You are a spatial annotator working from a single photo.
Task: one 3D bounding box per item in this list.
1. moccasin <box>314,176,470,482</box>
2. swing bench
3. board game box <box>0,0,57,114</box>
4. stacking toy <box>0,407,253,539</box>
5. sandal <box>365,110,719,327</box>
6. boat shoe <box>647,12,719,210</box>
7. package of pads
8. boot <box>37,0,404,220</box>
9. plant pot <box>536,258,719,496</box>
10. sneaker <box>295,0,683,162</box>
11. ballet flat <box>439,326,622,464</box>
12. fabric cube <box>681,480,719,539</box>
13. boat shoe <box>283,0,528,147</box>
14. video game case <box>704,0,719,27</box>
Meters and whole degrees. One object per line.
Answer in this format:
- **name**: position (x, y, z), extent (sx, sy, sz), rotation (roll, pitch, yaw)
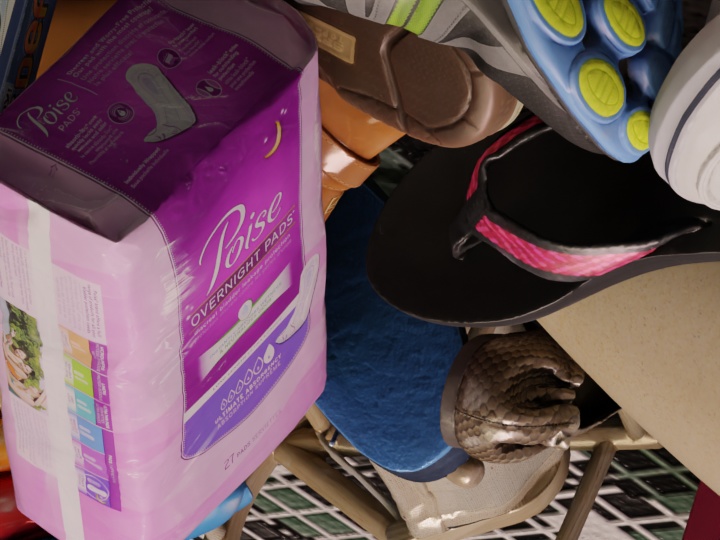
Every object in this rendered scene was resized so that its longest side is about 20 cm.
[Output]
- **moccasin**: position (0.000, 0.000, 1.175), extent (0.080, 0.200, 0.068), rotation (-31, 150, 8)
- **swing bench**: position (0.006, 0.057, 1.306), extent (0.200, 0.130, 0.199), rotation (15, 156, 25)
- **board game box**: position (-0.163, -0.117, 0.992), extent (0.135, 0.200, 0.034), rotation (15, -179, 11)
- **stacking toy**: position (-0.126, 0.019, 1.171), extent (0.116, 0.110, 0.200), rotation (176, 73, -78)
- **sandal**: position (0.082, -0.028, 0.986), extent (0.200, 0.075, 0.045), rotation (-10, 163, 33)
- **boat shoe**: position (0.153, -0.055, 0.864), extent (0.073, 0.067, 0.200), rotation (7, 152, -29)
- **package of pads**: position (-0.068, 0.003, 1.031), extent (0.076, 0.121, 0.200), rotation (27, 145, 21)
- **boot**: position (-0.073, -0.095, 1.117), extent (0.155, 0.074, 0.200), rotation (-36, 95, 38)
- **plant pot**: position (0.155, 0.005, 1.047), extent (0.200, 0.187, 0.187), rotation (27, 159, 21)
- **sneaker**: position (0.023, -0.105, 0.923), extent (0.200, 0.071, 0.083), rotation (36, 155, -24)
- **ballet flat**: position (0.094, 0.034, 1.148), extent (0.046, 0.067, 0.200), rotation (13, -164, 27)
- **fabric cube**: position (0.252, 0.198, 1.313), extent (0.196, 0.200, 0.200), rotation (-1, 148, 41)
- **boat shoe**: position (-0.014, -0.109, 1.036), extent (0.202, 0.075, 0.075), rotation (35, 133, 23)
- **video game case**: position (0.205, -0.107, 0.879), extent (0.182, 0.022, 0.200), rotation (4, 156, -1)
